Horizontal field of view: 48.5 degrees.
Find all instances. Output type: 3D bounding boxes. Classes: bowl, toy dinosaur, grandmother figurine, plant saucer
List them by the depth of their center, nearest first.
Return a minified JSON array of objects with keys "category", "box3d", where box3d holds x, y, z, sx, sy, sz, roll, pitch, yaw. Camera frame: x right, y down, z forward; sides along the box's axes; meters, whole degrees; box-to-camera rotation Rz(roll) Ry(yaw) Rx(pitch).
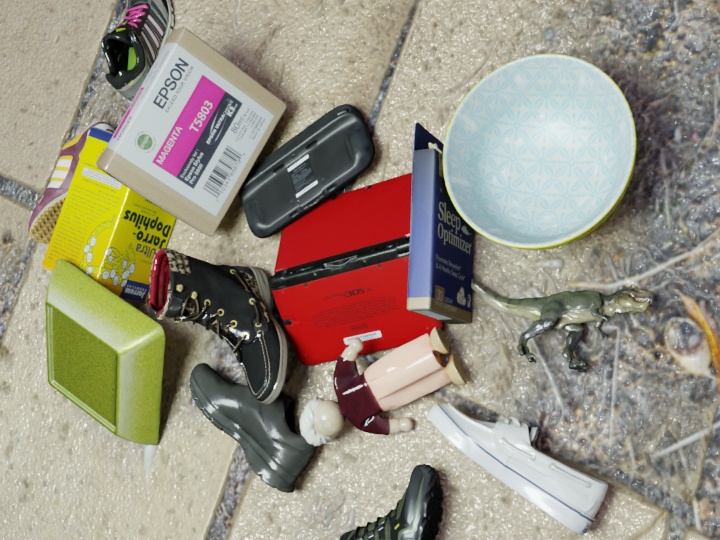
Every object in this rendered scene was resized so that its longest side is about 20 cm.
[{"category":"toy dinosaur","box3d":[0.207,0.056,0.847,0.195,0.047,0.090,1,66,26]},{"category":"bowl","box3d":[0.195,-0.113,0.848,0.195,0.107,0.206,-5,79,25]},{"category":"grandmother figurine","box3d":[0.015,0.135,0.904,0.197,0.060,0.123,-31,84,12]},{"category":"plant saucer","box3d":[-0.343,0.117,1.036,0.197,0.048,0.204,29,125,22]}]

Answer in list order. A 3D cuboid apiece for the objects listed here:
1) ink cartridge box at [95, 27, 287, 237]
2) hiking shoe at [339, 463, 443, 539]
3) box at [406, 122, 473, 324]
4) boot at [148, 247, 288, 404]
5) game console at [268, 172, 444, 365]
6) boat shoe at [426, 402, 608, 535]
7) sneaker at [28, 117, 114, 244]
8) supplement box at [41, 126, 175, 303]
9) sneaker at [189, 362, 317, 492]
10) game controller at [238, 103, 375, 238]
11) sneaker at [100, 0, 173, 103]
[{"category":"ink cartridge box","box3d":[-0.212,-0.173,1.014,0.203,0.163,0.075,-60,28,-2]},{"category":"hiking shoe","box3d":[0.022,0.300,0.872,0.099,0.075,0.205,20,90,24]},{"category":"box","box3d":[0.091,-0.050,0.879,0.032,0.120,0.206,-4,78,28]},{"category":"boot","box3d":[-0.168,0.060,0.941,0.073,0.148,0.203,-45,43,31]},{"category":"game console","box3d":[0.000,0.000,0.973,0.196,0.119,0.176,-14,105,23]},{"category":"boat shoe","box3d":[0.163,0.188,0.835,0.198,0.074,0.066,33,90,17]},{"category":"sneaker","box3d":[-0.423,-0.130,1.180,0.200,0.075,0.091,-46,50,10]},{"category":"supplement box","box3d":[-0.331,-0.074,1.096,0.108,0.108,0.205,19,89,27]},{"category":"sneaker","box3d":[-0.129,0.175,0.981,0.199,0.076,0.091,41,88,19]},{"category":"game controller","box3d":[-0.072,-0.125,1.016,0.198,0.042,0.106,-33,64,18]},{"category":"sneaker","box3d":[-0.327,-0.341,1.157,0.072,0.087,0.206,-1,80,25]}]
